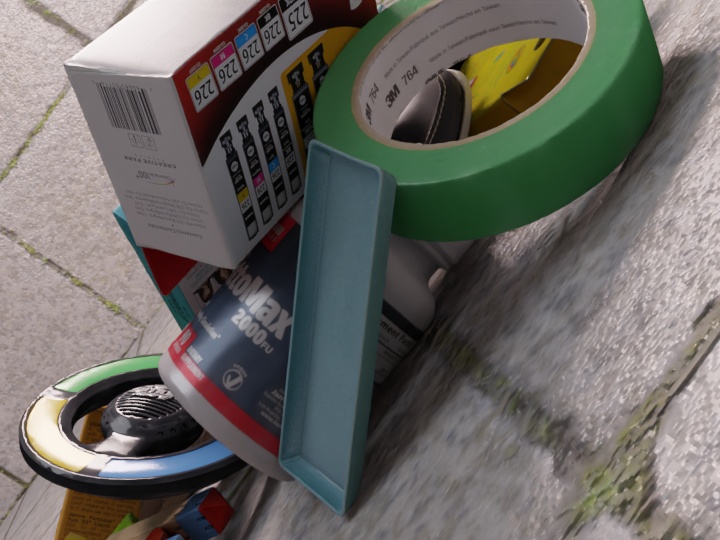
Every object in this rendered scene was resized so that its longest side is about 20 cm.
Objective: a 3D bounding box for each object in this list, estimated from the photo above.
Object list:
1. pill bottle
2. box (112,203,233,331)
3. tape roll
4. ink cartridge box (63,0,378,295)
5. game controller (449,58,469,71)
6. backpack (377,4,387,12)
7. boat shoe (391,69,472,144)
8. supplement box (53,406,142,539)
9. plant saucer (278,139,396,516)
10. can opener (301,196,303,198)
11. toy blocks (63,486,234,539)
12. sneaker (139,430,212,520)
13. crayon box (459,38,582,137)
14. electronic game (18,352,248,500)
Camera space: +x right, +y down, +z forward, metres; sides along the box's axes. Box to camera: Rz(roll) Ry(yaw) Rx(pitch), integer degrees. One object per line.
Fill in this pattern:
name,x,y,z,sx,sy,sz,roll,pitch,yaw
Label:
pill bottle,-0.023,0.023,0.731,0.200,0.120,0.120,-49,11,0
box,-0.126,-0.005,0.932,0.082,0.049,0.200,-46,-30,-19
tape roll,0.071,-0.106,0.661,0.200,0.048,0.201,-18,43,17
ink cartridge box,-0.065,-0.100,0.720,0.084,0.176,0.200,12,45,30
game controller,0.038,-0.165,0.955,0.104,0.200,0.042,-9,81,33
backpack,0.004,-0.195,1.222,0.200,0.150,0.178,-58,-9,-59
boat shoe,0.006,-0.057,0.796,0.200,0.063,0.073,-57,40,17
supplement box,-0.221,0.214,0.955,0.067,0.069,0.201,172,109,-76
plant saucer,-0.013,0.032,0.632,0.070,0.019,0.201,29,119,49
can opener,-0.043,-0.071,0.899,0.200,0.079,0.063,-36,5,-29
toy blocks,-0.157,0.230,0.780,0.137,0.100,0.200,-30,14,35
sneaker,-0.174,0.161,1.065,0.200,0.075,0.070,-55,11,1
crayon box,0.113,-0.132,0.825,0.127,0.051,0.200,-59,11,-22
electronic game,-0.158,0.113,0.870,0.200,0.199,0.042,-82,-9,-68
